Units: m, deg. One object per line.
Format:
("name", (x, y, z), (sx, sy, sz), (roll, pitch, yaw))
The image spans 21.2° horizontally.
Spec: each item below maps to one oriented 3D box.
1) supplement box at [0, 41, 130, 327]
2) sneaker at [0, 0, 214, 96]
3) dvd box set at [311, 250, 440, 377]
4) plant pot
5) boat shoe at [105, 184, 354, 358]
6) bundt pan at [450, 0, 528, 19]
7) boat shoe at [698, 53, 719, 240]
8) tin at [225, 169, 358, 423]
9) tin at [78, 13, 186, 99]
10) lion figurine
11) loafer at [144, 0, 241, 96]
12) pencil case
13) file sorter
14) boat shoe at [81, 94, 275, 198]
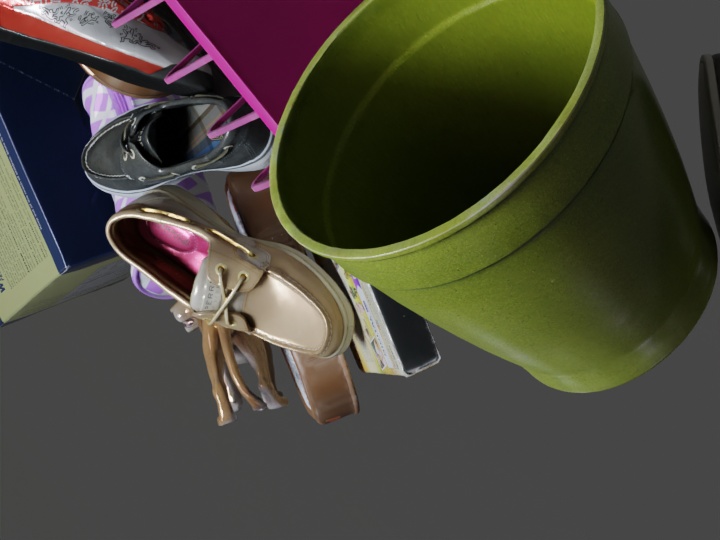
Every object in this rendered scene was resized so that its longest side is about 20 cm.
("supplement box", (-0.265, -0.084, 1.657), (0.200, 0.134, 0.201), (-32, 81, 59))
("sneaker", (-0.186, -0.202, 1.393), (0.200, 0.109, 0.067), (19, 174, 11))
("dvd box set", (0.000, 0.000, 1.320), (0.200, 0.029, 0.147), (160, 88, -81))
("plant pot", (0.089, -0.038, 1.007), (0.200, 0.201, 0.193), (21, 163, 51))
("boat shoe", (-0.096, 0.009, 1.342), (0.199, 0.069, 0.074), (29, 120, 27))
("bundt pan", (0.062, -0.225, 1.054), (0.201, 0.076, 0.204), (11, 108, 35))
("boat shoe", (0.221, -0.020, 1.026), (0.067, 0.056, 0.202), (-80, -21, -80))
("tin", (-0.052, 0.017, 1.429), (0.112, 0.042, 0.201), (171, 79, -80))
("tin", (-0.189, -0.226, 1.479), (0.042, 0.111, 0.201), (-44, 72, 47))
("lion figurine", (-0.099, 0.050, 1.499), (0.200, 0.072, 0.124), (174, 83, -79))
("loafer", (-0.118, -0.206, 1.426), (0.201, 0.070, 0.070), (53, 139, 13))
("pencil case", (-0.164, -0.073, 1.509), (0.085, 0.084, 0.201), (41, -157, -54))
("file sorter", (-0.069, -0.168, 1.238), (0.200, 0.139, 0.125), (50, 155, -13))
("boat shoe", (-0.140, -0.096, 1.397), (0.199, 0.056, 0.069), (-8, 79, 40))
